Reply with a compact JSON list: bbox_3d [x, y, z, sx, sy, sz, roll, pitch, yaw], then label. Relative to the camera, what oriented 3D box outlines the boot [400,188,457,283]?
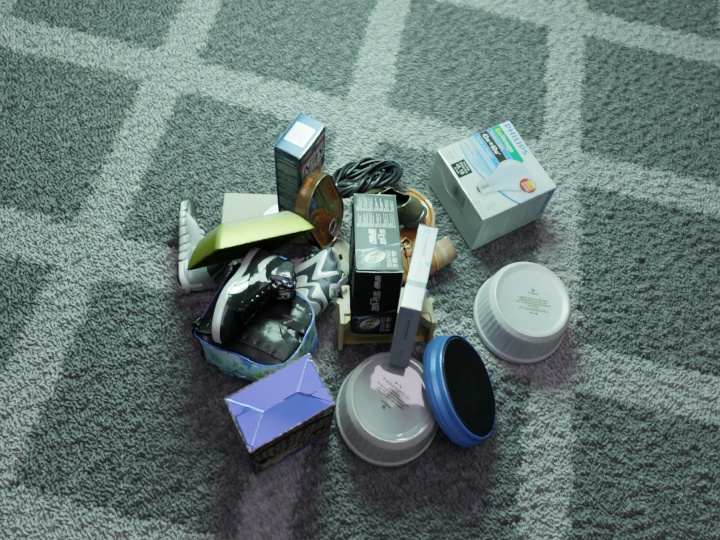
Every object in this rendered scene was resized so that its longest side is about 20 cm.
[{"bbox_3d":[0.096,-0.073,1.343,0.152,0.074,0.203,-24,62,-10],"label":"boot"}]

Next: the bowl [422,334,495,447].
[{"bbox_3d":[0.185,0.214,1.151,0.199,0.039,0.205,34,43,-39],"label":"bowl"}]

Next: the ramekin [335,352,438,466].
[{"bbox_3d":[0.054,0.245,1.153,0.196,0.095,0.208,2,63,-4],"label":"ramekin"}]

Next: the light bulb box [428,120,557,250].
[{"bbox_3d":[0.286,-0.188,1.389,0.196,0.126,0.201,-24,67,-16],"label":"light bulb box"}]

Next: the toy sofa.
[{"bbox_3d":[0.047,0.093,1.243,0.194,0.084,0.099,-1,45,-7],"label":"toy sofa"}]

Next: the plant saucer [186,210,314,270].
[{"bbox_3d":[-0.214,-0.061,1.182,0.196,0.199,0.049,-15,87,-32],"label":"plant saucer"}]

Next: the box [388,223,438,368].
[{"bbox_3d":[0.095,0.045,1.129,0.040,0.158,0.203,12,46,4],"label":"box"}]

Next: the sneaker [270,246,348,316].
[{"bbox_3d":[-0.101,-0.004,1.258,0.128,0.081,0.198,-36,40,-21],"label":"sneaker"}]

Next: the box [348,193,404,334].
[{"bbox_3d":[0.024,-0.012,1.169,0.083,0.166,0.203,2,46,-4],"label":"box"}]

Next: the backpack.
[{"bbox_3d":[-0.181,0.117,1.167,0.196,0.149,0.185,19,56,17],"label":"backpack"}]

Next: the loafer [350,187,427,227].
[{"bbox_3d":[0.053,-0.150,1.337,0.197,0.070,0.076,15,63,39],"label":"loafer"}]

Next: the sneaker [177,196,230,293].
[{"bbox_3d":[-0.315,-0.052,1.293,0.112,0.075,0.206,-1,73,-12],"label":"sneaker"}]

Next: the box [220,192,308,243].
[{"bbox_3d":[-0.190,-0.108,1.329,0.194,0.069,0.084,2,61,-4],"label":"box"}]

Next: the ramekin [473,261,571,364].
[{"bbox_3d":[0.333,0.077,1.277,0.196,0.095,0.208,3,62,-5],"label":"ramekin"}]

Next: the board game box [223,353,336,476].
[{"bbox_3d":[-0.135,0.251,1.078,0.157,0.201,0.098,-26,69,-17],"label":"board game box"}]

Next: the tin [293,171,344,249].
[{"bbox_3d":[-0.080,-0.117,1.246,0.041,0.201,0.114,22,74,18],"label":"tin"}]

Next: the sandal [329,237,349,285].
[{"bbox_3d":[0.000,0.000,1.302,0.081,0.055,0.201,-32,70,-21],"label":"sandal"}]

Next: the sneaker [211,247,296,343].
[{"bbox_3d":[-0.170,0.045,1.082,0.109,0.074,0.203,13,51,10],"label":"sneaker"}]

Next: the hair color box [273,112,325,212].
[{"bbox_3d":[-0.116,-0.192,1.228,0.059,0.202,0.101,26,60,11],"label":"hair color box"}]

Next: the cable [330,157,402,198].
[{"bbox_3d":[0.010,-0.205,1.364,0.196,0.163,0.052,-19,110,-21],"label":"cable"}]
